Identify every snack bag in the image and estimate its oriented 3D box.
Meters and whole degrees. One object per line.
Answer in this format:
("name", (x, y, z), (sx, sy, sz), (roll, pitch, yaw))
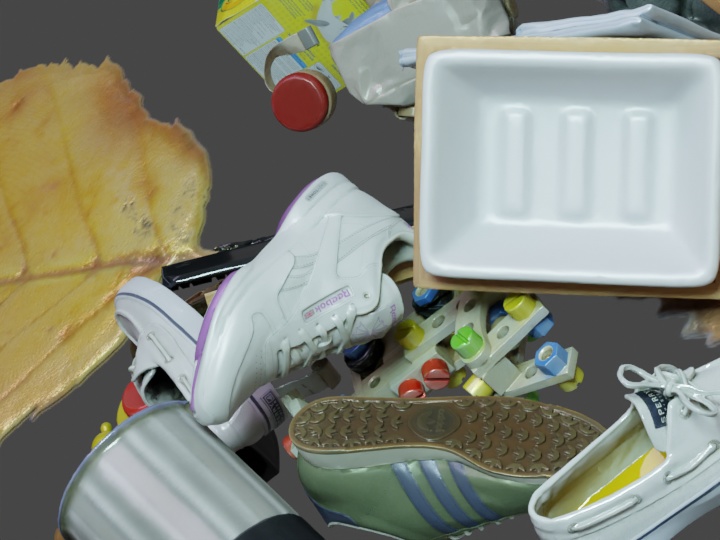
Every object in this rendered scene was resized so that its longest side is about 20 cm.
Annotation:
("snack bag", (0.156, -0.137, 1.366), (0.199, 0.188, 0.022), (-4, 80, 41))

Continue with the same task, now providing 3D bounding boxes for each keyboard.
("keyboard", (-0.049, -0.016, 1.519), (0.199, 0.021, 0.127), (-13, 8, -4))

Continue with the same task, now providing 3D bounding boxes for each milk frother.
("milk frother", (-0.109, 0.178, 1.213), (0.180, 0.200, 0.188), (-42, 61, -16))

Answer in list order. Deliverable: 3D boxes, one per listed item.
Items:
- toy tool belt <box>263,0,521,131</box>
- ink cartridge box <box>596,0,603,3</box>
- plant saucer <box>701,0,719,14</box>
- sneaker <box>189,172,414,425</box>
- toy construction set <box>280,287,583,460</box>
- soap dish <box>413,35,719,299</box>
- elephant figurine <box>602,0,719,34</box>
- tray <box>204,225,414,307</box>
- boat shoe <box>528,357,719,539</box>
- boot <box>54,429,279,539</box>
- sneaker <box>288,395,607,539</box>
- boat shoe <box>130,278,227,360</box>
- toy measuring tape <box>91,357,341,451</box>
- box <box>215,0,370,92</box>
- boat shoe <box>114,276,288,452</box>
("toy tool belt", (0.032, -0.173, 1.623), (0.199, 0.125, 0.123), (-28, 5, 20))
("ink cartridge box", (0.104, -0.275, 1.590), (0.057, 0.162, 0.200), (-62, 32, 1))
("plant saucer", (0.258, -0.242, 1.361), (0.037, 0.200, 0.201), (-29, 30, 57))
("sneaker", (-0.032, 0.024, 1.297), (0.099, 0.075, 0.200), (29, 60, 13))
("toy construction set", (0.042, 0.068, 1.350), (0.199, 0.092, 0.131), (-26, 36, 9))
("soap dish", (0.134, -0.065, 1.282), (0.199, 0.158, 0.081), (2, 8, 11))
("elephant figurine", (0.179, -0.234, 1.422), (0.141, 0.200, 0.156), (-7, 47, 45))
("tray", (0.000, 0.000, 1.415), (0.199, 0.037, 0.099), (-17, 0, 6))
("boat shoe", (0.176, 0.086, 1.170), (0.202, 0.086, 0.075), (-37, 34, 3))
("boot", (-0.150, 0.197, 1.431), (0.200, 0.068, 0.189), (-33, 34, 19))
("sneaker", (0.058, 0.130, 1.273), (0.199, 0.090, 0.067), (3, 40, 12))
("boat shoe", (-0.079, 0.030, 1.536), (0.199, 0.074, 0.066), (-14, 18, 29))
("toy measuring tape", (-0.109, 0.091, 1.512), (0.199, 0.074, 0.074), (-24, 37, 14))
("box", (-0.007, -0.222, 1.695), (0.200, 0.117, 0.048), (-26, 37, 25))
("boat shoe", (-0.128, 0.071, 1.448), (0.066, 0.072, 0.200), (-37, 45, -16))
